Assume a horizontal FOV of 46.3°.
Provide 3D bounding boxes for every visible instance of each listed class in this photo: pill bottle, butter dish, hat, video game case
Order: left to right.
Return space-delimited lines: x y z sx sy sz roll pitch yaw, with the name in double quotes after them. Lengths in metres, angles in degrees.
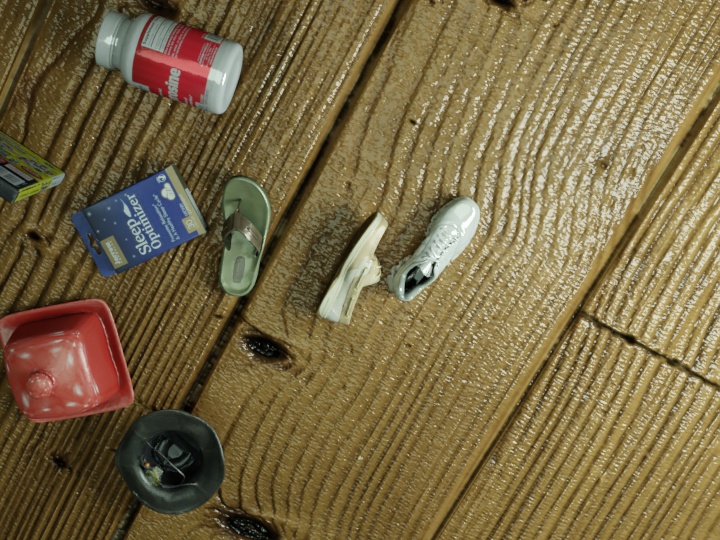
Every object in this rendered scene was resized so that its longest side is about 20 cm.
-0.568 -0.180 1.271 0.200 0.181 0.026 34 104 -6 "video game case"
-0.497 0.165 1.369 0.199 0.148 0.200 -11 102 4 "butter dish"
-0.287 -0.317 1.266 0.200 0.112 0.112 18 103 -2 "pill bottle"
-0.310 0.311 1.434 0.200 0.081 0.201 3 106 10 "hat"

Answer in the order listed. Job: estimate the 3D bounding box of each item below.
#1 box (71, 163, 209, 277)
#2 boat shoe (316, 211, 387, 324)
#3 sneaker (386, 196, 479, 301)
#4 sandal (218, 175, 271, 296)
-0.363 -0.075 1.368 0.200 0.032 0.121 -25 102 8 "box"
0.000 0.000 1.357 0.069 0.074 0.200 27 112 -7 "boat shoe"
0.121 -0.029 1.339 0.075 0.081 0.200 37 100 -5 "sneaker"
-0.189 -0.052 1.353 0.080 0.057 0.201 5 103 0 "sandal"
